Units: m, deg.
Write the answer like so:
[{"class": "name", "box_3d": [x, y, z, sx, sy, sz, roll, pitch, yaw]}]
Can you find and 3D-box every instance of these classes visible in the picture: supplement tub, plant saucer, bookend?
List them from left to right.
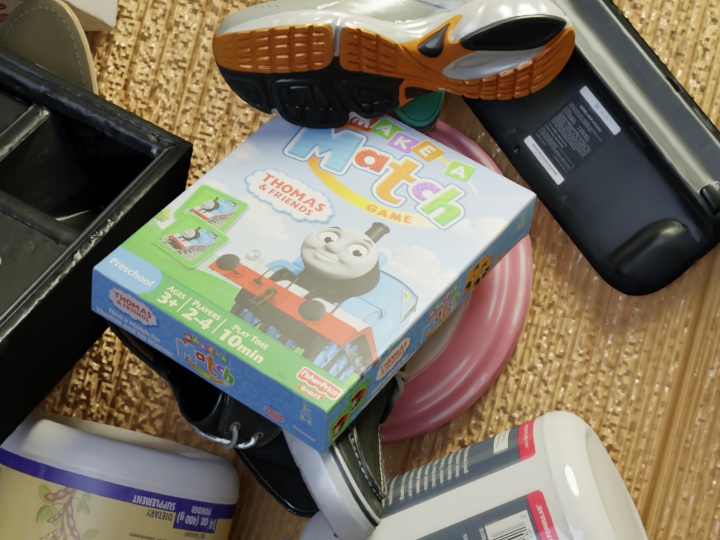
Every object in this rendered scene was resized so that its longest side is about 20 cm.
[{"class": "bookend", "box_3d": [-0.229, -0.029, 0.998, 0.199, 0.199, 0.093, 27, 134, 12]}, {"class": "supplement tub", "box_3d": [-0.159, 0.193, 1.037, 0.144, 0.145, 0.202, 12, 87, 19]}, {"class": "plant saucer", "box_3d": [0.000, 0.000, 1.063, 0.198, 0.051, 0.203, -3, 81, 17]}, {"class": "supplement tub", "box_3d": [0.053, 0.173, 0.975, 0.199, 0.140, 0.141, -24, 76, 13]}]

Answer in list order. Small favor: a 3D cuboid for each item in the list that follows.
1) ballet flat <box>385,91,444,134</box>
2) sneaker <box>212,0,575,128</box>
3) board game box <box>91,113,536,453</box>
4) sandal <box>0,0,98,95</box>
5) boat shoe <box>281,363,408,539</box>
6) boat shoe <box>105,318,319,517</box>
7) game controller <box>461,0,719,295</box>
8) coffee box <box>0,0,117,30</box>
[{"class": "ballet flat", "box_3d": [0.006, -0.168, 1.083, 0.063, 0.067, 0.202, -24, 70, 49]}, {"class": "sneaker", "box_3d": [0.014, -0.139, 1.009, 0.198, 0.076, 0.093, -4, 48, -10]}, {"class": "board game box", "box_3d": [-0.021, -0.010, 0.960, 0.150, 0.037, 0.200, 29, 48, 20]}, {"class": "sandal", "box_3d": [-0.179, -0.067, 1.125, 0.077, 0.070, 0.214, 2, 106, 20]}, {"class": "boat shoe", "box_3d": [-0.009, 0.049, 0.967, 0.070, 0.072, 0.201, -21, 52, 8]}, {"class": "boat shoe", "box_3d": [-0.077, 0.072, 1.021, 0.071, 0.201, 0.068, -11, 34, 36]}, {"class": "game controller", "box_3d": [0.134, -0.085, 1.043, 0.104, 0.042, 0.201, -43, 72, 23]}, {"class": "coffee box", "box_3d": [-0.269, -0.265, 1.104, 0.196, 0.200, 0.202, 2, 84, 18]}]
